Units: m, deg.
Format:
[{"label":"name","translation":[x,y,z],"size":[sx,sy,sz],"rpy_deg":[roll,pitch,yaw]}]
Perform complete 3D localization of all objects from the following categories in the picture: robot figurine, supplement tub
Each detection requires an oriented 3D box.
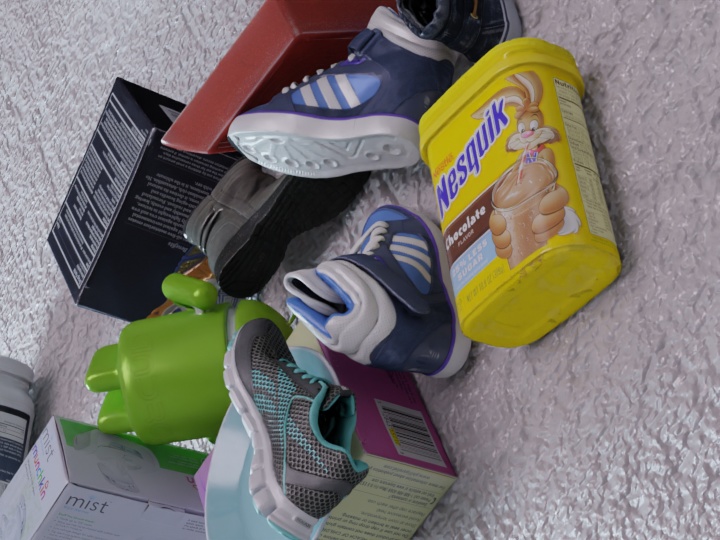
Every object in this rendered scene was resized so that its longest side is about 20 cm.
[{"label":"robot figurine","translation":[-0.143,0.092,1.699],"size":[0.116,0.200,0.176],"rpy_deg":[-83,-20,-71]},{"label":"supplement tub","translation":[-0.450,0.203,2.154],"size":[0.140,0.140,0.200],"rpy_deg":[-19,59,52]}]

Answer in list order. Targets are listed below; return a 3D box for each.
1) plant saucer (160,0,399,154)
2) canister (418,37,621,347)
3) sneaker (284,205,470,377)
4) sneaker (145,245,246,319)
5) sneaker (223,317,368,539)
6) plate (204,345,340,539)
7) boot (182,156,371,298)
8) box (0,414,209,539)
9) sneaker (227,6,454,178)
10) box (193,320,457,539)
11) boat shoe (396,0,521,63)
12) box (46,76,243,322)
[{"label":"plant saucer","translation":[-0.058,-0.176,1.722],"size":[0.200,0.200,0.037],"rpy_deg":[-48,67,33]},{"label":"canister","translation":[0.122,-0.058,1.460],"size":[0.149,0.087,0.200],"rpy_deg":[-43,43,39]},{"label":"sneaker","translation":[0.000,0.000,1.543],"size":[0.081,0.146,0.200],"rpy_deg":[-54,36,28]},{"label":"sneaker","translation":[-0.144,0.038,1.834],"size":[0.075,0.088,0.200],"rpy_deg":[8,58,52]},{"label":"sneaker","translation":[-0.042,0.107,1.429],"size":[0.091,0.078,0.200],"rpy_deg":[-37,47,20]},{"label":"plate","translation":[-0.062,0.159,1.506],"size":[0.200,0.026,0.200],"rpy_deg":[-33,49,46]},{"label":"boot","translation":[-0.085,-0.078,1.763],"size":[0.200,0.068,0.131],"rpy_deg":[-45,38,8]},{"label":"box","translation":[-0.227,0.245,1.733],"size":[0.176,0.200,0.097],"rpy_deg":[-56,35,25]},{"label":"sneaker","translation":[-0.010,-0.163,1.660],"size":[0.200,0.081,0.146],"rpy_deg":[1,60,31]},{"label":"box","translation":[-0.034,0.172,1.571],"size":[0.200,0.097,0.176],"rpy_deg":[-55,36,24]},{"label":"boat shoe","translation":[0.072,-0.259,1.631],"size":[0.071,0.091,0.200],"rpy_deg":[-52,37,29]},{"label":"box","translation":[-0.219,-0.067,1.940],"size":[0.198,0.123,0.200],"rpy_deg":[-64,25,12]}]
